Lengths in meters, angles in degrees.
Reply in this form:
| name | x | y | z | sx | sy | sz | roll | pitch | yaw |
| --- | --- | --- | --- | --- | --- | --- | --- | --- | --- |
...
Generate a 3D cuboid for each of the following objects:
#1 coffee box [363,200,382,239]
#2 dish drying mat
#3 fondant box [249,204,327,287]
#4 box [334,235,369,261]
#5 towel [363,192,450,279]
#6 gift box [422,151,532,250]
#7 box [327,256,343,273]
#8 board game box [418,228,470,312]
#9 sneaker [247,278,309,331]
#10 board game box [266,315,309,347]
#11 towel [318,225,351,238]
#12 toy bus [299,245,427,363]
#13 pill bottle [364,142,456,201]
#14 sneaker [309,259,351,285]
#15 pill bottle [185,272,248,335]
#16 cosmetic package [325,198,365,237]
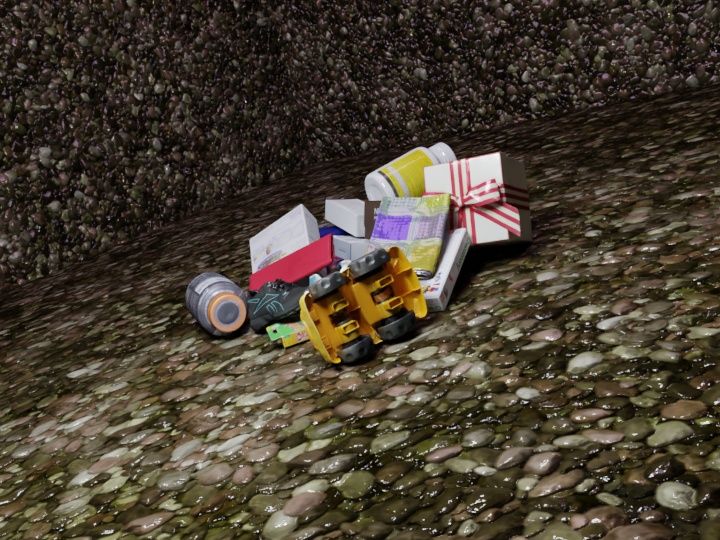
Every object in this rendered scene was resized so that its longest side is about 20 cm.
| name | x | y | z | sx | sy | sz | roll | pitch | yaw |
| --- | --- | --- | --- | --- | --- | --- | --- | --- | --- |
| coffee box | 0.113 | -0.104 | 1.654 | 0.113 | 0.081 | 0.198 | 6 | 8 | 41 |
| dish drying mat | -0.132 | -0.001 | 1.541 | 0.198 | 0.018 | 0.078 | -26 | 41 | 23 |
| fondant box | -0.149 | -0.023 | 1.636 | 0.143 | 0.058 | 0.202 | -32 | 39 | 16 |
| box | 0.047 | -0.048 | 1.685 | 0.196 | 0.042 | 0.156 | -2 | 9 | -19 |
| towel | 0.082 | -0.064 | 1.439 | 0.141 | 0.023 | 0.202 | 2 | 50 | 23 |
| gift box | 0.233 | -0.113 | 1.542 | 0.182 | 0.204 | 0.186 | -13 | -7 | 29 |
| box | -0.038 | -0.034 | 1.852 | 0.135 | 0.040 | 0.200 | -21 | 14 | -15 |
| board game box | 0.113 | 0.002 | 1.427 | 0.124 | 0.035 | 0.201 | -8 | 34 | 30 |
| sneaker | -0.148 | 0.052 | 1.469 | 0.198 | 0.081 | 0.075 | -23 | -7 | 42 |
| board game box | -0.068 | 0.089 | 1.432 | 0.197 | 0.031 | 0.095 | -16 | 13 | -10 |
| towel | -0.092 | -0.060 | 1.844 | 0.146 | 0.050 | 0.199 | -11 | 12 | 36 |
| toy bus | -0.024 | 0.063 | 1.297 | 0.198 | 0.138 | 0.191 | -27 | 4 | -29 |
| pill bottle | 0.117 | -0.205 | 1.780 | 0.198 | 0.113 | 0.111 | -31 | 18 | -20 |
| sneaker | -0.001 | 0.017 | 1.522 | 0.197 | 0.082 | 0.076 | -18 | 12 | -13 |
| pill bottle | -0.283 | 0.069 | 1.596 | 0.105 | 0.108 | 0.200 | -20 | 14 | -17 |
| cosmetic package | -0.009 | -0.117 | 1.770 | 0.081 | 0.052 | 0.200 | -1 | 15 | -22 |
